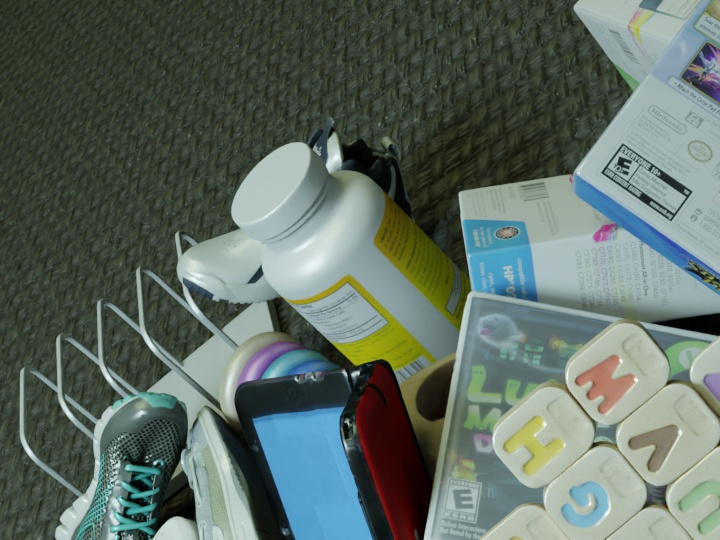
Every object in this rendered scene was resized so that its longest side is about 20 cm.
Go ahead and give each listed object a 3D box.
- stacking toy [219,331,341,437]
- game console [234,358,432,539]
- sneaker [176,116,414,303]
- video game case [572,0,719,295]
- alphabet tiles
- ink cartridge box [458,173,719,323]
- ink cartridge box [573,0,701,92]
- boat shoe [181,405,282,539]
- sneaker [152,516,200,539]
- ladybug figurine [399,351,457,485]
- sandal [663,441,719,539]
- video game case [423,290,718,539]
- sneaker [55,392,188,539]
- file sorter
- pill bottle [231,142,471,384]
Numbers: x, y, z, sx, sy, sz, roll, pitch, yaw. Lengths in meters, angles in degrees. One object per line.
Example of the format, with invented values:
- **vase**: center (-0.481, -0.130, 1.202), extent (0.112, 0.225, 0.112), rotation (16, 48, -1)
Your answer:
- **stacking toy**: center (-0.018, 0.108, 1.178), extent (0.199, 0.085, 0.086), rotation (19, 68, 50)
- **game console**: center (-0.009, 0.166, 0.934), extent (0.118, 0.202, 0.172), rotation (-18, 10, 11)
- **sneaker**: center (-0.050, -0.055, 1.258), extent (0.197, 0.131, 0.080), rotation (-8, 29, -14)
- **video game case**: center (0.255, -0.065, 0.935), extent (0.182, 0.199, 0.045), rotation (-52, -13, -8)
- **alphabet tiles**: center (0.162, 0.128, 0.812), extent (0.195, 0.200, 0.015), rotation (-40, 0, 9)
- **ink cartridge box**: center (0.166, -0.017, 1.020), extent (0.198, 0.068, 0.115), rotation (-9, 23, 4)
- **ink cartridge box**: center (0.243, -0.144, 1.093), extent (0.067, 0.117, 0.200), rotation (-45, 30, -3)
- **boat shoe**: center (-0.100, 0.176, 1.194), extent (0.065, 0.074, 0.202), rotation (-37, 38, 7)
- **sneaker**: center (-0.177, 0.263, 1.171), extent (0.074, 0.087, 0.201), rotation (-6, 48, 51)
- **ladybug figurine**: center (0.104, 0.092, 0.999), extent (0.198, 0.072, 0.136), rotation (-17, 24, 10)
- **sandal**: center (0.239, 0.086, 0.861), extent (0.199, 0.075, 0.045), rotation (-37, 16, -16)
- **video game case**: center (0.144, 0.101, 0.895), extent (0.198, 0.023, 0.183), rotation (10, 49, 4)
- **sneaker**: center (-0.176, 0.183, 1.245), extent (0.092, 0.077, 0.201), rotation (-113, 38, -47)
- **file sorter**: center (-0.176, 0.089, 1.339), extent (0.200, 0.124, 0.139), rotation (-40, 30, 13)
- **pill bottle**: center (0.000, 0.000, 1.146), extent (0.104, 0.200, 0.105), rotation (-31, 33, 23)
